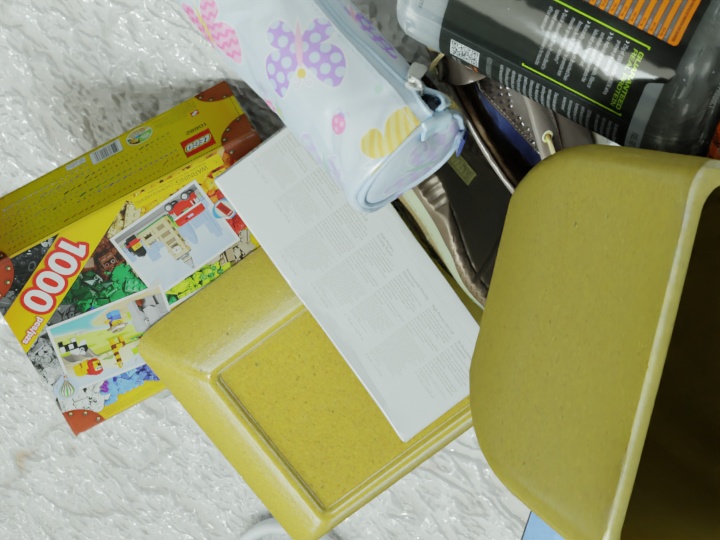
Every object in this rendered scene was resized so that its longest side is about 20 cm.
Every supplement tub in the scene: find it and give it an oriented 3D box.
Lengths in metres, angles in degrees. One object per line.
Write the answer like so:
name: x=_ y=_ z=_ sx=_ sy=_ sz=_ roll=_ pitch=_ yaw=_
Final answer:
supplement tub: x=0.129 y=-0.136 z=1.202 sx=0.199 sy=0.123 sz=0.123 roll=29 pitch=145 yaw=10

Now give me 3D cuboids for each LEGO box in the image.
LEGO box: x=-0.137 y=-0.007 z=1.519 sx=0.149 sy=0.199 sz=0.077 roll=63 pitch=178 yaw=-35

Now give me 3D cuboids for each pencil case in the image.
pencil case: x=-0.028 y=-0.127 z=1.333 sx=0.200 sy=0.083 sz=0.091 roll=48 pitch=155 yaw=18

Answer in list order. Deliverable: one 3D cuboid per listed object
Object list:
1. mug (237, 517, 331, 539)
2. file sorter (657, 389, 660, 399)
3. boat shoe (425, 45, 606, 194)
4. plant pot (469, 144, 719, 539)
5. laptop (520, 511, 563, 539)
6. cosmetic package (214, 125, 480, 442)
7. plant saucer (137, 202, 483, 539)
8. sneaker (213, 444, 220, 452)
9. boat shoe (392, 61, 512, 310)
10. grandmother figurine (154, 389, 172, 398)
mug: x=-0.045 y=0.297 z=1.871 sx=0.175 sy=0.147 sz=0.201 roll=-17 pitch=90 yaw=40
file sorter: x=0.233 y=0.089 z=1.373 sx=0.200 sy=0.139 sz=0.123 roll=39 pitch=150 yaw=-6
boat shoe: x=0.073 y=-0.123 z=1.321 sx=0.072 sy=0.060 sz=0.201 roll=-3 pitch=130 yaw=43
plant pot: x=0.163 y=0.035 z=1.164 sx=0.194 sy=0.196 sz=0.200 roll=9 pitch=-172 yaw=-31
laptop: x=0.189 y=0.196 z=1.546 sx=0.186 sy=0.117 sz=0.200 roll=24 pitch=178 yaw=15
cosmetic package: x=0.000 y=0.000 z=1.434 sx=0.201 sy=0.082 sz=0.051 roll=55 pitch=-178 yaw=-5
plant saucer: x=-0.011 y=0.068 z=1.513 sx=0.200 sy=0.199 sz=0.048 roll=52 pitch=-176 yaw=-25
sneaker: x=-0.052 y=0.082 z=1.648 sx=0.081 sy=0.088 sz=0.200 roll=32 pitch=145 yaw=5
boat shoe: x=0.052 y=-0.047 z=1.437 sx=0.201 sy=0.072 sz=0.076 roll=57 pitch=155 yaw=-16
grandmother figurine: x=-0.165 y=0.016 z=1.695 sx=0.121 sy=0.061 sz=0.201 roll=24 pitch=142 yaw=31
